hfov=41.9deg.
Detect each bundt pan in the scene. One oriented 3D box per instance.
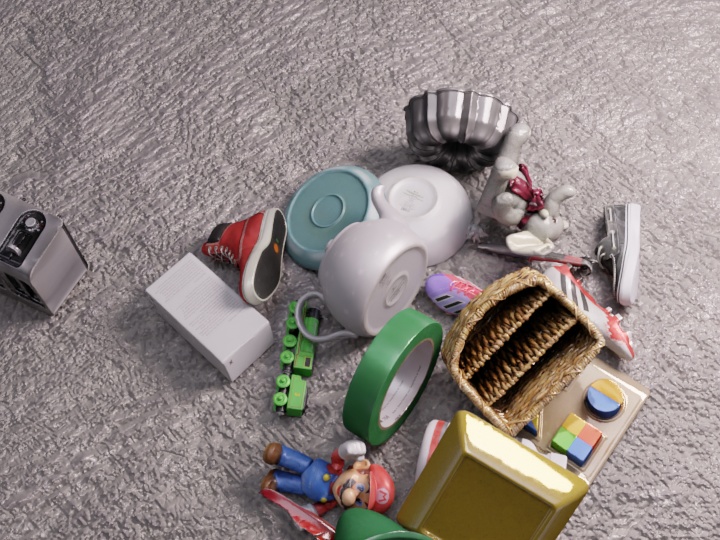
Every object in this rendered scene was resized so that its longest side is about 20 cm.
[{"bbox_3d":[0.168,-0.228,1.599,0.199,0.202,0.077,4,72,9],"label":"bundt pan"}]

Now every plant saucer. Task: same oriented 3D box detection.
[{"bbox_3d":[-0.051,-0.097,1.598,0.198,0.027,0.202,-13,59,22],"label":"plant saucer"},{"bbox_3d":[0.168,0.318,1.244,0.199,0.048,0.201,29,110,6],"label":"plant saucer"}]

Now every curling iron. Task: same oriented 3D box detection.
[{"bbox_3d":[0.287,-0.021,1.541,0.198,0.050,0.026,10,68,19],"label":"curling iron"}]

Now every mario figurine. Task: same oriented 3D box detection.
[{"bbox_3d":[-0.049,0.303,1.337,0.198,0.124,0.107,8,47,16],"label":"mario figurine"}]

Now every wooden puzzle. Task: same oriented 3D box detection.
[{"bbox_3d":[0.305,0.197,1.399,0.184,0.046,0.200,32,67,23],"label":"wooden puzzle"}]

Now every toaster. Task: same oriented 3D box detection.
[{"bbox_3d":[-0.569,-0.033,1.573,0.179,0.200,0.119,24,66,11],"label":"toaster"}]

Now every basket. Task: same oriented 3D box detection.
[{"bbox_3d":[0.220,0.103,1.342,0.200,0.149,0.143,-44,105,6],"label":"basket"}]

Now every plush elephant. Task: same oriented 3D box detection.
[{"bbox_3d":[0.271,-0.104,1.512,0.154,0.201,0.165,23,31,5],"label":"plush elephant"}]

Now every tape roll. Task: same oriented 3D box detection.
[{"bbox_3d":[0.049,0.154,1.365,0.048,0.201,0.201,28,65,21],"label":"tape roll"}]

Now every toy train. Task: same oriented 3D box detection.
[{"bbox_3d":[-0.099,0.137,1.490,0.056,0.042,0.202,8,59,0],"label":"toy train"}]

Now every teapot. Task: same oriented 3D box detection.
[{"bbox_3d":[0.000,0.000,1.479,0.145,0.199,0.199,31,42,25],"label":"teapot"}]

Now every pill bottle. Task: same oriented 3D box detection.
[{"bbox_3d":[0.183,0.285,1.318,0.198,0.116,0.117,10,60,13],"label":"pill bottle"}]

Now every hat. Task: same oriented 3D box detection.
[{"bbox_3d":[0.000,0.344,1.292,0.166,0.199,0.177,-50,36,22],"label":"hat"}]

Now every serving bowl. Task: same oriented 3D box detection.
[{"bbox_3d":[0.091,-0.105,1.600,0.198,0.066,0.202,-3,59,6],"label":"serving bowl"}]

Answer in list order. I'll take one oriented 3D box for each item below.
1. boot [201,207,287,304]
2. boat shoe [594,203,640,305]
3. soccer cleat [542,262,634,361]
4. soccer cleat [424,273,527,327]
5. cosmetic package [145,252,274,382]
[{"bbox_3d":[-0.206,-0.012,1.557,0.143,0.073,0.201,-13,41,18],"label":"boot"},{"bbox_3d":[0.414,-0.025,1.518,0.070,0.072,0.201,1,48,17],"label":"boat shoe"},{"bbox_3d":[0.344,0.076,1.462,0.085,0.069,0.201,-36,59,-2],"label":"soccer cleat"},{"bbox_3d":[0.189,0.052,1.484,0.199,0.077,0.067,33,64,22],"label":"soccer cleat"},{"bbox_3d":[-0.244,0.074,1.526,0.101,0.072,0.200,-42,62,-19],"label":"cosmetic package"}]
